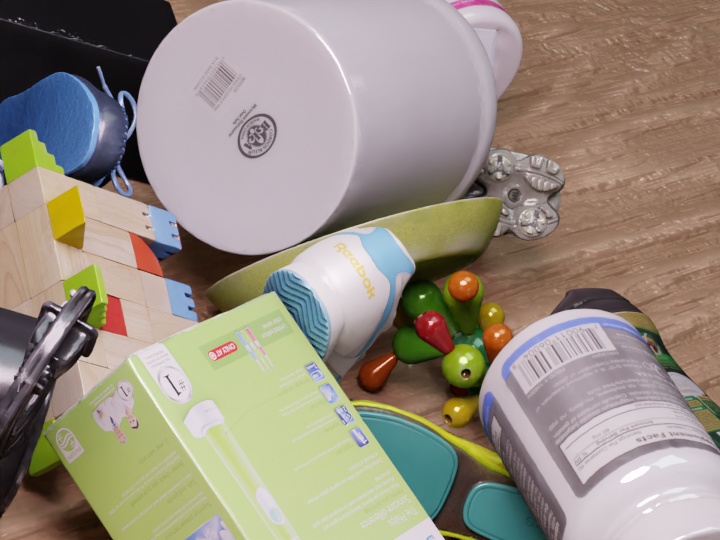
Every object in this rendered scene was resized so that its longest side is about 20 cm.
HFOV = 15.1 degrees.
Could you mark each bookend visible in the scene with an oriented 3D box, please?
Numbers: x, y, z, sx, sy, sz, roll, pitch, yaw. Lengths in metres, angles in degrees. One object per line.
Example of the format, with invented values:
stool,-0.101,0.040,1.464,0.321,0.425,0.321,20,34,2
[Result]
bookend,-0.223,-0.172,1.870,0.198,0.092,0.200,14,31,-26

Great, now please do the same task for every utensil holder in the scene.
utensil holder,-0.027,-0.097,1.729,0.170,0.170,0.200,37,22,16

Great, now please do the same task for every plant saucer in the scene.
plant saucer,0.000,0.000,1.724,0.199,0.199,0.031,-9,79,-47

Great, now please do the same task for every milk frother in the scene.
milk frother,-0.248,0.041,1.412,0.187,0.201,0.181,19,35,-15

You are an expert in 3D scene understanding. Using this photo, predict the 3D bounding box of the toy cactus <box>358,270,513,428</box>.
toy cactus,0.081,0.076,1.722,0.165,0.102,0.200,45,-6,0

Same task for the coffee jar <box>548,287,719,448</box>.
coffee jar,0.184,0.106,1.768,0.085,0.105,0.200,1,38,-44

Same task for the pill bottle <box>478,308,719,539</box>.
pill bottle,0.154,0.123,1.577,0.113,0.114,0.200,10,31,-29

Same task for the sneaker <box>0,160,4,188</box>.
sneaker,-0.252,-0.049,1.675,0.085,0.077,0.200,11,34,-36

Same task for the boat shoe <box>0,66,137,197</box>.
boat shoe,-0.178,-0.087,1.712,0.068,0.085,0.200,17,0,-24

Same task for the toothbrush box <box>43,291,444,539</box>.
toothbrush box,-0.056,0.130,1.490,0.200,0.086,0.145,54,34,7

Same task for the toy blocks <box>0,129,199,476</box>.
toy blocks,-0.149,0.030,1.604,0.136,0.100,0.201,20,49,-51

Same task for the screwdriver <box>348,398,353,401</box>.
screwdriver,0.052,0.114,1.727,0.199,0.028,0.029,18,2,-23

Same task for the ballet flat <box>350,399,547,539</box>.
ballet flat,0.055,0.131,1.676,0.199,0.067,0.067,23,8,-14

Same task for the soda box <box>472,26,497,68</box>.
soda box,0.013,-0.153,1.961,0.068,0.064,0.200,1,8,-34

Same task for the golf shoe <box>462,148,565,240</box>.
golf shoe,0.041,-0.068,1.897,0.199,0.079,0.097,19,1,-8

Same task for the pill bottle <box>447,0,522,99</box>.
pill bottle,0.033,-0.212,2.125,0.113,0.114,0.200,2,39,-38

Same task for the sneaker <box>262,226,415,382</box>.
sneaker,-0.025,0.038,1.618,0.081,0.200,0.077,-31,82,-26
